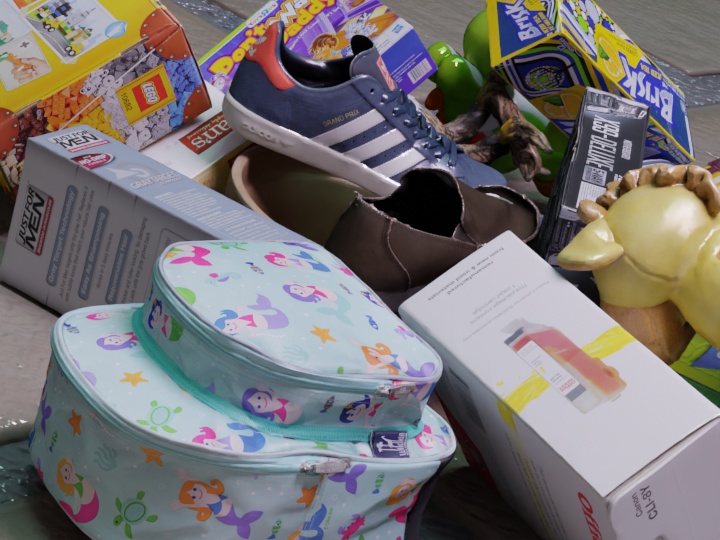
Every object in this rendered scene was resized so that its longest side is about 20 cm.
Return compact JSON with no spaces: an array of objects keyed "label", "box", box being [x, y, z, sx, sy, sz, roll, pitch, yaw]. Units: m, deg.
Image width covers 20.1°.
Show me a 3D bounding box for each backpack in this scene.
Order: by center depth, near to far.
[{"label":"backpack","box":[-0.065,0.074,1.057,0.199,0.151,0.178,-6,33,-33]}]

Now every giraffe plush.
[{"label":"giraffe plush","box":[0.197,0.009,1.131,0.161,0.201,0.172,13,-3,22]}]

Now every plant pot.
[{"label":"plant pot","box":[0.000,0.000,1.322,0.200,0.093,0.201,15,25,-7]}]

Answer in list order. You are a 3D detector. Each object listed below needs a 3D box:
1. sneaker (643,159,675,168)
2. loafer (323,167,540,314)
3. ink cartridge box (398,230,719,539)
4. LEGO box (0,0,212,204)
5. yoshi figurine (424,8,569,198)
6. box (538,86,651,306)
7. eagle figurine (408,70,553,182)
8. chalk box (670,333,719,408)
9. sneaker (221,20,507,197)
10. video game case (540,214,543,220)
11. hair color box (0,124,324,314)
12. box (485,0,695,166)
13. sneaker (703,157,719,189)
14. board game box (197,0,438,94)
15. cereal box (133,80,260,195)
[{"label":"sneaker","box":[0.272,-0.016,1.545,0.199,0.081,0.115,13,21,-44]},{"label":"loafer","box":[0.052,-0.025,1.212,0.073,0.072,0.200,31,27,25]},{"label":"ink cartridge box","box":[0.123,0.093,1.116,0.083,0.146,0.200,-34,43,-11]},{"label":"LEGO box","box":[-0.216,-0.150,1.378,0.148,0.077,0.200,-31,47,-12]},{"label":"yoshi figurine","box":[0.126,-0.141,1.599,0.112,0.113,0.200,2,-18,33]},{"label":"box","box":[0.140,-0.009,1.336,0.049,0.158,0.200,17,28,2]},{"label":"eagle figurine","box":[0.028,-0.077,1.484,0.152,0.199,0.152,64,1,7]},{"label":"chalk box","box":[0.252,0.069,1.256,0.199,0.125,0.124,24,-7,19]},{"label":"sneaker","box":[0.014,-0.100,1.321,0.199,0.085,0.075,20,22,-12]},{"label":"video game case","box":[0.109,-0.019,1.542,0.200,0.018,0.143,33,27,34]},{"label":"hair color box","box":[-0.119,-0.002,1.236,0.199,0.100,0.061,27,25,22]},{"label":"box","box":[0.174,-0.141,1.521,0.200,0.064,0.070,35,42,-43]},{"label":"sneaker","box":[0.252,-0.039,1.350,0.075,0.090,0.200,36,-18,-19]},{"label":"board game box","box":[-0.062,-0.121,1.447,0.134,0.200,0.045,44,-7,47]},{"label":"cereal box","box":[-0.172,-0.092,1.395,0.144,0.040,0.200,-37,49,-21]}]
